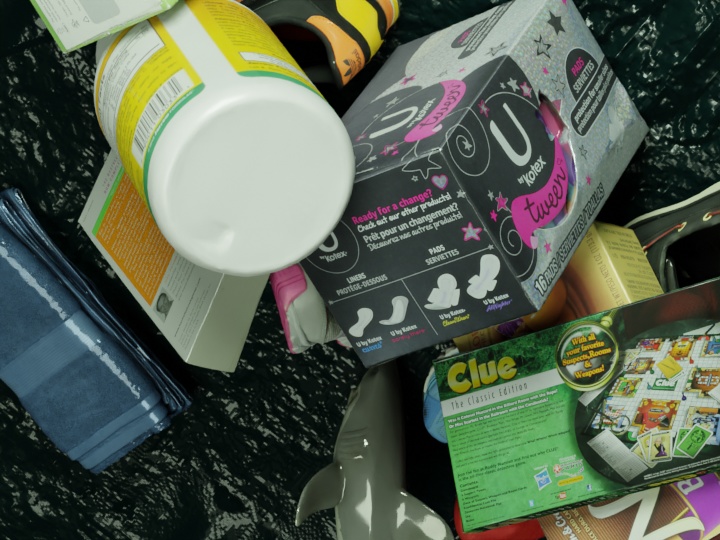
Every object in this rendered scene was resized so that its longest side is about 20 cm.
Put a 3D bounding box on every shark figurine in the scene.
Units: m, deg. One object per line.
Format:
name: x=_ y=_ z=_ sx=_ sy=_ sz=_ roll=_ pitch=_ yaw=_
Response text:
shark figurine: x=0.028 y=0.177 z=1.873 sx=0.089 sy=0.128 sz=0.215 roll=6 pitch=125 yaw=27

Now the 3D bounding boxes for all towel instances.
towel: x=-0.213 y=0.043 z=1.961 sx=0.200 sy=0.049 sz=0.112 roll=48 pitch=130 yaw=-11

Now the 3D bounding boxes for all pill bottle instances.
pill bottle: x=-0.083 y=-0.086 z=1.581 sx=0.112 sy=0.200 sz=0.113 roll=-8 pitch=118 yaw=-16

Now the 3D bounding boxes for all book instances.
book: x=-0.100 y=-0.043 z=1.732 sx=0.048 sy=0.200 sz=0.134 roll=14 pitch=108 yaw=-27

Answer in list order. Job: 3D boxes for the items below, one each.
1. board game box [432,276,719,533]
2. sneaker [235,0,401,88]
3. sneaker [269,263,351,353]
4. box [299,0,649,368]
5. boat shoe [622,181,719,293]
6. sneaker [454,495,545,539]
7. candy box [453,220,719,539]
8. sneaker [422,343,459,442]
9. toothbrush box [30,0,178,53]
board game box: x=0.137 y=0.077 z=1.629 sx=0.200 sy=0.023 sz=0.105 roll=-17 pitch=77 yaw=30
sneaker: x=-0.080 y=-0.148 z=1.720 sx=0.199 sy=0.090 sz=0.070 roll=5 pitch=135 yaw=24
sneaker: x=0.000 y=0.000 z=1.748 sx=0.088 sy=0.200 sz=0.082 roll=-18 pitch=86 yaw=17
box: x=0.060 y=-0.058 z=1.643 sx=0.132 sy=0.200 sz=0.115 roll=-20 pitch=113 yaw=36
boat shoe: x=0.194 y=0.002 z=1.708 sx=0.074 sy=0.063 sz=0.201 roll=45 pitch=135 yaw=-12
sneaker: x=0.124 y=0.134 z=1.823 sx=0.200 sy=0.085 sz=0.077 roll=-32 pitch=103 yaw=39
candy box: x=0.143 y=0.087 z=1.669 sx=0.117 sy=0.056 sz=0.200 roll=-34 pitch=67 yaw=25
sneaker: x=0.108 y=0.091 z=1.766 sx=0.078 sy=0.090 sz=0.200 roll=33 pitch=153 yaw=-34
toothbrush box: x=-0.130 y=-0.238 z=1.615 sx=0.086 sy=0.200 sz=0.146 roll=-18 pitch=112 yaw=36
